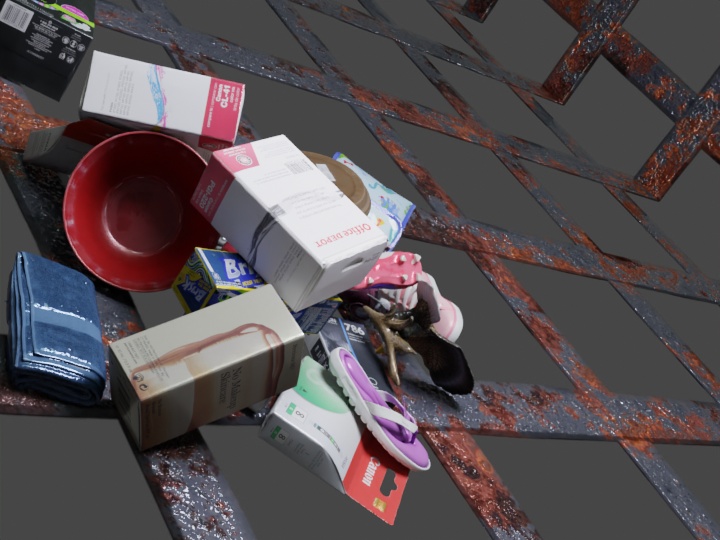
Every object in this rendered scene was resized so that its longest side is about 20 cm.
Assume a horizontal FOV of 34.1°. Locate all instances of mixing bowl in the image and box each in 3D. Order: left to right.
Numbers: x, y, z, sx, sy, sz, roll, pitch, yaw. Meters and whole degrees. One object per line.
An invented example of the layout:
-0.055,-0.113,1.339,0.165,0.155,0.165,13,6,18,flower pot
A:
-0.279,-0.074,1.514,0.199,0.202,0.108,30,-5,-10,mixing bowl

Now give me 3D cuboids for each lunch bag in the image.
-0.020,-0.079,1.920,0.169,0.128,0.200,34,35,-1,lunch bag

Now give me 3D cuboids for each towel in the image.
-0.340,0.063,1.316,0.111,0.049,0.201,21,27,-30,towel

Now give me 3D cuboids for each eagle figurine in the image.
0.086,0.095,1.703,0.150,0.154,0.199,9,-4,40,eagle figurine

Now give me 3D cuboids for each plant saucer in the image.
-0.077,-0.129,1.801,0.198,0.030,0.201,11,33,-7,plant saucer

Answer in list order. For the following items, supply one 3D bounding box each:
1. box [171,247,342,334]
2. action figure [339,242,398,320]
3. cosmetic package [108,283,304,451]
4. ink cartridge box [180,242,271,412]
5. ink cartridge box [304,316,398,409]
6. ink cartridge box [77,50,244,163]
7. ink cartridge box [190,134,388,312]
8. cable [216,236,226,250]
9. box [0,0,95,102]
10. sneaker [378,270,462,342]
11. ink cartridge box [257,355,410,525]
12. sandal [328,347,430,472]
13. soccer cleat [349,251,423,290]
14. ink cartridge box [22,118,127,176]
-0.122,0.027,1.405,0.199,0.065,0.070,8,37,-45,box
-0.024,0.021,1.790,0.200,0.148,0.135,44,48,-27,action figure
-0.169,0.106,1.293,0.198,0.104,0.087,-22,55,-25,cosmetic package
-0.149,0.067,1.495,0.147,0.086,0.200,32,26,-6,ink cartridge box
-0.024,0.117,1.646,0.099,0.039,0.201,17,29,-34,ink cartridge box
-0.258,-0.208,1.531,0.198,0.087,0.148,13,-9,-9,ink cartridge box
-0.084,-0.060,1.414,0.200,0.085,0.145,43,34,17,ink cartridge box
-0.226,-0.082,1.710,0.199,0.070,0.201,14,31,-40,cable
-0.504,-0.384,1.829,0.147,0.125,0.201,25,25,-25,box
0.086,0.049,1.866,0.104,0.076,0.201,27,17,-28,sneaker
-0.018,0.210,1.473,0.199,0.050,0.161,33,24,-1,ink cartridge box
0.034,0.179,1.518,0.203,0.050,0.083,50,19,-11,sandal
0.000,0.000,1.677,0.198,0.076,0.068,2,78,-36,soccer cleat
-0.341,-0.150,1.576,0.161,0.058,0.199,17,-5,-36,ink cartridge box
